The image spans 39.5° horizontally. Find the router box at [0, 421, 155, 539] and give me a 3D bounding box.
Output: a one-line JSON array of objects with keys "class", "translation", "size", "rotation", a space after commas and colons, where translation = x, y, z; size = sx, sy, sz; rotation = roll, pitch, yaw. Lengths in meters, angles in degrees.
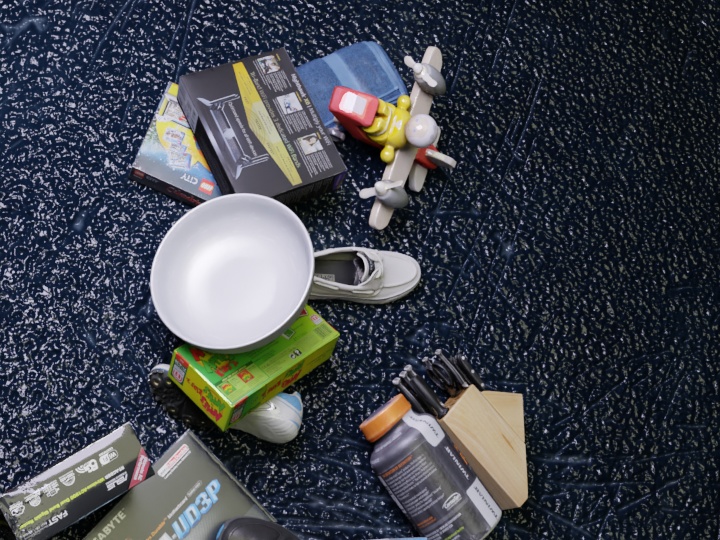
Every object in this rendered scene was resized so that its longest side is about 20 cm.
[{"class": "router box", "translation": [-0.314, 0.235, 1.078], "size": [0.148, 0.200, 0.063], "rotation": [-28, 88, -25]}]

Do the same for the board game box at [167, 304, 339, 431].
[{"class": "board game box", "translation": [-0.127, 0.103, 1.227], "size": [0.101, 0.048, 0.199], "rotation": [39, 42, 18]}]

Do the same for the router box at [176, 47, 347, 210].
[{"class": "router box", "translation": [-0.130, -0.179, 1.309], "size": [0.155, 0.052, 0.203], "rotation": [-20, 73, -24]}]

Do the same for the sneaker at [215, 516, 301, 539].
[{"class": "sneaker", "translation": [-0.071, 0.339, 1.136], "size": [0.198, 0.082, 0.074], "rotation": [30, 69, -5]}]

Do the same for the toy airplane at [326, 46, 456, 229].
[{"class": "toy airplane", "translation": [0.063, -0.182, 1.371], "size": [0.197, 0.140, 0.203], "rotation": [-28, 110, -29]}]

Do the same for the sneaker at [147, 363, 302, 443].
[{"class": "sneaker", "translation": [-0.166, 0.156, 1.242], "size": [0.196, 0.073, 0.073], "rotation": [19, 39, -9]}]

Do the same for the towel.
[{"class": "towel", "translation": [-0.033, -0.255, 1.429], "size": [0.198, 0.049, 0.113], "rotation": [-28, 84, -26]}]

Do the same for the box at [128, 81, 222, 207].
[{"class": "box", "translation": [-0.192, -0.147, 1.340], "size": [0.197, 0.038, 0.139], "rotation": [24, 66, -12]}]

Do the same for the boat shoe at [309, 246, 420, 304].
[{"class": "boat shoe", "translation": [0.000, 0.000, 1.345], "size": [0.196, 0.066, 0.073], "rotation": [3, 71, -24]}]

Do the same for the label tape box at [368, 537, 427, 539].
[{"class": "label tape box", "translation": [-0.013, 0.404, 1.214], "size": [0.196, 0.063, 0.147], "rotation": [2, 72, -16]}]

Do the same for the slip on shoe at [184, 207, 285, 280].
[{"class": "slip on shoe", "translation": [-0.146, -0.019, 1.286], "size": [0.197, 0.061, 0.077], "rotation": [20, 59, 19]}]

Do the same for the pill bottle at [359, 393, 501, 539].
[{"class": "pill bottle", "translation": [0.083, 0.258, 1.274], "size": [0.106, 0.106, 0.201], "rotation": [-35, 88, -26]}]

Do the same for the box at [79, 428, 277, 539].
[{"class": "box", "translation": [-0.219, 0.315, 1.175], "size": [0.159, 0.046, 0.200], "rotation": [46, 64, -2]}]

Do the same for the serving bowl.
[{"class": "serving bowl", "translation": [-0.145, 0.011, 1.193], "size": [0.196, 0.066, 0.204], "rotation": [-4, 63, 8]}]

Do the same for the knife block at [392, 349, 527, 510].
[{"class": "knife block", "translation": [0.129, 0.211, 1.331], "size": [0.172, 0.064, 0.204], "rotation": [5, 72, -18]}]
